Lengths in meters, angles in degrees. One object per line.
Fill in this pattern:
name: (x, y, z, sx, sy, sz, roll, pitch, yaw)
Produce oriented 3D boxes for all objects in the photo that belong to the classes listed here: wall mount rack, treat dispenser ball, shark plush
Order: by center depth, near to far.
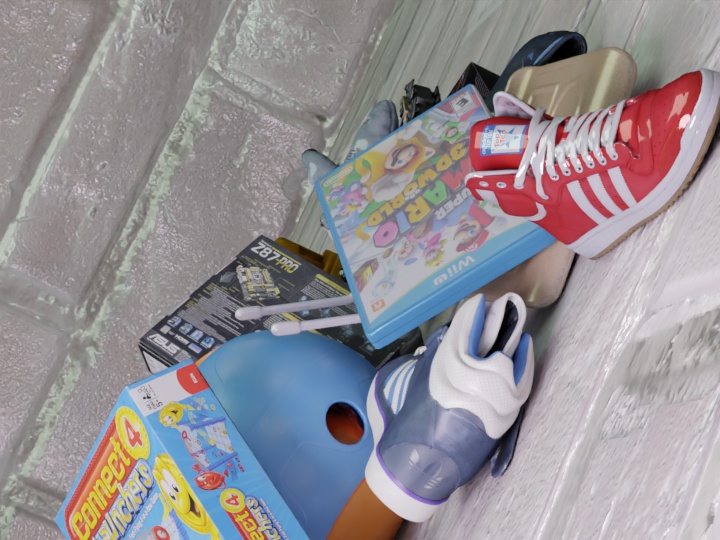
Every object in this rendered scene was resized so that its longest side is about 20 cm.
treat dispenser ball: (-0.059, 0.145, 1.350, 0.202, 0.200, 0.201, -63, 7, 14)
wall mount rack: (0.000, 0.000, 1.373, 0.174, 0.075, 0.200, -47, 14, -9)
shark plush: (0.001, -0.058, 1.541, 0.083, 0.091, 0.200, -38, 26, 34)

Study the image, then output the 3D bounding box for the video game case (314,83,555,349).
video game case: (0.047, -0.043, 1.274, 0.143, 0.018, 0.200, -31, 35, 8)

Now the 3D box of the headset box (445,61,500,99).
headset box: (0.073, -0.063, 1.612, 0.200, 0.077, 0.149, 123, 170, -51)

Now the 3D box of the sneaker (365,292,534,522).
sneaker: (0.071, 0.069, 1.204, 0.147, 0.080, 0.200, -53, 7, 19)

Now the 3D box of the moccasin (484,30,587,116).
moccasin: (0.119, -0.109, 1.426, 0.068, 0.080, 0.201, -19, 48, 68)

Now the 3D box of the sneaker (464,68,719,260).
sneaker: (0.131, -0.076, 1.074, 0.071, 0.112, 0.200, -68, 8, -28)

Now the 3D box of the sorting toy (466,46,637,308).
sorting toy: (0.129, -0.063, 1.294, 0.200, 0.036, 0.186, -169, 99, -74)

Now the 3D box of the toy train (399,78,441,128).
toy train: (0.052, -0.121, 1.548, 0.200, 0.034, 0.046, -90, 15, -70)

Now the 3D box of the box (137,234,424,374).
box: (-0.069, 0.069, 1.562, 0.161, 0.200, 0.049, -44, -36, -24)

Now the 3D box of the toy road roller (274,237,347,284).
toy road roller: (-0.040, 0.028, 1.848, 0.123, 0.145, 0.200, -64, 7, 0)

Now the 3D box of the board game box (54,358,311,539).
board game box: (-0.114, 0.195, 1.228, 0.056, 0.196, 0.200, -22, -22, -36)
